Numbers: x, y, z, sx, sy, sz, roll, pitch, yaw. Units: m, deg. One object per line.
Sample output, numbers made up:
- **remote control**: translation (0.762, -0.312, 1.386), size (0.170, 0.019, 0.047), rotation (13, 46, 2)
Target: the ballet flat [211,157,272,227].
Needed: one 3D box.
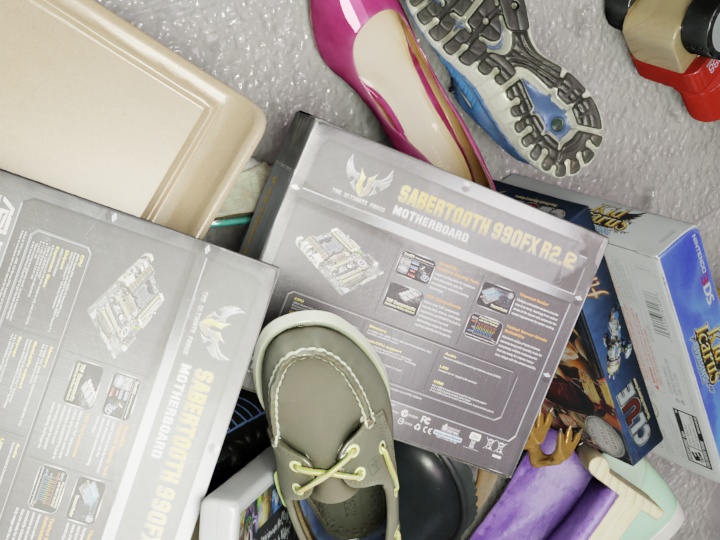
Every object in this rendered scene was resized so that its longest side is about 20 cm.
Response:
- **ballet flat**: translation (-0.113, -0.050, 0.826), size (0.199, 0.067, 0.063), rotation (-12, 102, -33)

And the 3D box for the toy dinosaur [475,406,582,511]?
- **toy dinosaur**: translation (0.101, 0.119, 1.013), size (0.060, 0.106, 0.201), rotation (-5, 103, -42)

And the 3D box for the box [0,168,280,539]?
- **box**: translation (-0.147, 0.066, 0.714), size (0.158, 0.048, 0.201), rotation (19, 85, -12)

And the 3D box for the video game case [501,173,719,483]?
- **video game case**: translation (0.182, 0.038, 0.991), size (0.045, 0.181, 0.201), rotation (-37, 122, -23)

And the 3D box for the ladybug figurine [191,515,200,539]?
- **ladybug figurine**: translation (-0.126, 0.201, 0.822), size (0.135, 0.072, 0.200), rotation (-19, 148, -13)

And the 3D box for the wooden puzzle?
- **wooden puzzle**: translation (-0.178, -0.058, 0.752), size (0.199, 0.037, 0.186), rotation (31, 83, -10)

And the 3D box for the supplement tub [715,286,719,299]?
- **supplement tub**: translation (0.296, 0.095, 1.077), size (0.145, 0.200, 0.146), rotation (-11, 109, -33)

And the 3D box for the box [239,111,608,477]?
- **box**: translation (0.026, 0.016, 0.824), size (0.199, 0.048, 0.159), rotation (20, 95, -18)

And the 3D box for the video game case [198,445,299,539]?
- **video game case**: translation (-0.063, 0.199, 0.792), size (0.200, 0.023, 0.183), rotation (-17, 112, -81)

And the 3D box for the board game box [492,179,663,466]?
- **board game box**: translation (0.130, 0.033, 0.981), size (0.035, 0.135, 0.201), rotation (-36, 121, -22)

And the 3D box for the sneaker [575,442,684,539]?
- **sneaker**: translation (0.149, 0.208, 1.094), size (0.200, 0.074, 0.118), rotation (-40, 108, -10)

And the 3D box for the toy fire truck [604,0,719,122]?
- **toy fire truck**: translation (0.304, -0.182, 1.065), size (0.176, 0.128, 0.200), rotation (-52, 138, -13)

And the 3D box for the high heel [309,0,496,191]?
- **high heel**: translation (0.032, -0.117, 0.890), size (0.067, 0.096, 0.201), rotation (-31, 120, -25)

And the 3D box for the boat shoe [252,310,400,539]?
- **boat shoe**: translation (-0.013, 0.105, 0.765), size (0.072, 0.060, 0.202), rotation (-10, 135, 3)

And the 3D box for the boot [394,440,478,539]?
- **boot**: translation (-0.009, 0.198, 0.931), size (0.168, 0.076, 0.201), rotation (-34, 152, -25)

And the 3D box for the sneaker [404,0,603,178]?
- **sneaker**: translation (0.077, -0.146, 0.931), size (0.078, 0.089, 0.200), rotation (-37, 103, -14)

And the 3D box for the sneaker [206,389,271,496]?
- **sneaker**: translation (-0.089, 0.119, 0.881), size (0.199, 0.078, 0.071), rotation (-17, 113, -31)

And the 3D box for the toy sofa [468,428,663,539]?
- **toy sofa**: translation (0.123, 0.219, 1.020), size (0.097, 0.083, 0.200), rotation (36, 92, 2)
